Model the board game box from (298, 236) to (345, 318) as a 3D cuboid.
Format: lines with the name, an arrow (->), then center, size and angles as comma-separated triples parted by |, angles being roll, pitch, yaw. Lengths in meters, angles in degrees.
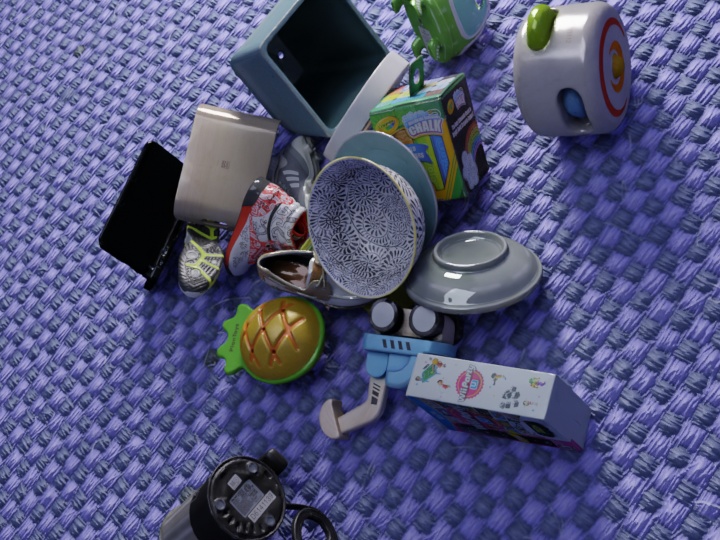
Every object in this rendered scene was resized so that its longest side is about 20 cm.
board game box -> -0.012, -0.040, 1.743 | 0.200, 0.035, 0.135 | -46, 50, 0

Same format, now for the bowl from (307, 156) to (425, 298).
bowl -> 0.025, -0.070, 1.578 | 0.198, 0.094, 0.205 | 14, 113, 37

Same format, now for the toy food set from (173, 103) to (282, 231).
toy food set -> -0.221, -0.171, 1.854 | 0.141, 0.060, 0.204 | 12, 84, 2

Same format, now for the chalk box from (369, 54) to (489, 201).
chalk box -> 0.098, -0.214, 1.649 | 0.122, 0.203, 0.125 | -8, 20, 28

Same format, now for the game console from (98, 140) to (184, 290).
game console -> -0.358, -0.090, 1.880 | 0.203, 0.115, 0.176 | -66, 9, -16

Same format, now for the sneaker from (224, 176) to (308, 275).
sneaker -> -0.149, -0.044, 1.777 | 0.107, 0.203, 0.067 | 32, 40, 11

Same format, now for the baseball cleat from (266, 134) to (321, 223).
baseball cleat -> -0.106, -0.135, 1.841 | 0.105, 0.070, 0.202 | -29, 41, 22

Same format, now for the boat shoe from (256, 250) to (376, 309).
boat shoe -> -0.062, 0.011, 1.647 | 0.196, 0.068, 0.076 | 5, 80, 16

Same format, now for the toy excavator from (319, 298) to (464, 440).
toy excavator -> 0.039, 0.148, 1.573 | 0.191, 0.100, 0.204 | 4, 80, 27

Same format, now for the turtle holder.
turtle holder -> 0.129, -0.441, 1.801 | 0.130, 0.141, 0.188 | -30, 88, -8

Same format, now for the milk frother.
milk frother -> -0.151, 0.372, 1.540 | 0.202, 0.179, 0.188 | 58, 139, 11

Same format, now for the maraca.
maraca -> -0.137, 0.106, 1.690 | 0.197, 0.107, 0.140 | -2, 65, 32

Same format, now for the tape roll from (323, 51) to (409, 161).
tape roll -> 0.009, -0.255, 1.762 | 0.037, 0.203, 0.204 | 35, 83, -1

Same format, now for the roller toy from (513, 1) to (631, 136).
roller toy -> 0.313, -0.288, 1.591 | 0.138, 0.199, 0.186 | 0, 99, 31

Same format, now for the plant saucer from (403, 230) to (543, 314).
plant saucer -> 0.155, -0.010, 1.546 | 0.196, 0.051, 0.201 | -8, 28, 4

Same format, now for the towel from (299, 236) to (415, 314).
towel -> 0.000, 0.000, 1.675 | 0.199, 0.018, 0.087 | 38, 95, 19

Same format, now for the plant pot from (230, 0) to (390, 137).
plant pot -> -0.106, -0.355, 1.870 | 0.199, 0.197, 0.197 | 3, 51, 54

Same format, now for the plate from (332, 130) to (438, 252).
plate -> 0.038, -0.113, 1.637 | 0.198, 0.204, 0.025 | 15, 34, 37

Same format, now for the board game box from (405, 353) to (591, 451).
board game box -> 0.180, 0.172, 1.432 | 0.197, 0.147, 0.065 | 6, 69, 34

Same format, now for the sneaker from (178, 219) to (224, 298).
sneaker -> -0.262, -0.013, 1.833 | 0.074, 0.077, 0.201 | 7, 35, -4
